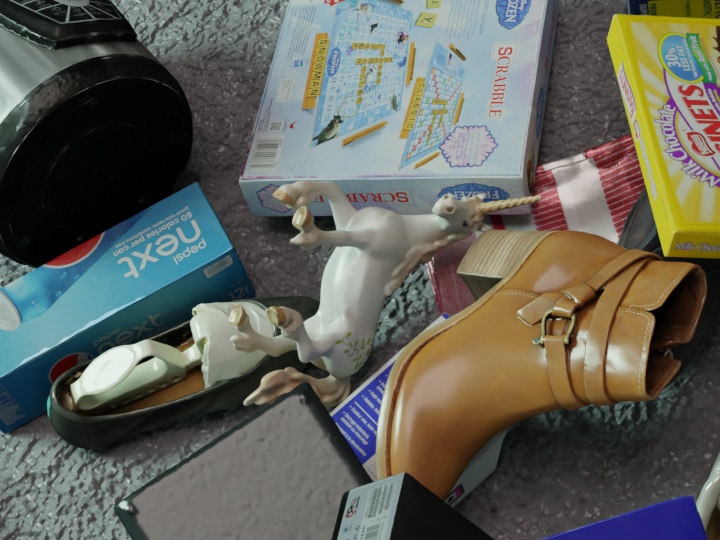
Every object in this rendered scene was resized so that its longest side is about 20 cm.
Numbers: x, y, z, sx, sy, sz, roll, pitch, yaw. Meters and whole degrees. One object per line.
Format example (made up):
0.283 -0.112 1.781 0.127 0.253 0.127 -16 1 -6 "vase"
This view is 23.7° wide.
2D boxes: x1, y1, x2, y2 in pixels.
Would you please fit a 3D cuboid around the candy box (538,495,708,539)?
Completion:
0.111 0.222 0.870 0.199 0.077 0.171 -8 75 -39 "candy box"

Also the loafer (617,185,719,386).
0.194 -0.007 1.084 0.071 0.063 0.202 26 71 -9 "loafer"

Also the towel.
0.143 -0.014 1.134 0.198 0.023 0.145 -17 57 4 "towel"

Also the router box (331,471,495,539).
0.039 0.234 0.905 0.052 0.157 0.201 -23 38 40 "router box"

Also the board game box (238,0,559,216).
0.032 -0.126 1.204 0.197 0.041 0.201 1 52 16 "board game box"

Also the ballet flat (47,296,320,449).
-0.114 0.063 1.124 0.198 0.069 0.068 -24 62 -1 "ballet flat"

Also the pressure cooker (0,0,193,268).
-0.237 -0.121 1.205 0.178 0.176 0.200 -40 57 -8 "pressure cooker"

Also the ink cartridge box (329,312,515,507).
0.013 0.124 1.074 0.200 0.037 0.095 -42 58 -10 "ink cartridge box"

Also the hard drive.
-0.036 0.185 1.008 0.139 0.033 0.201 -32 77 -9 "hard drive"

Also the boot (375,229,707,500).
0.106 0.067 0.998 0.154 0.077 0.201 10 59 40 "boot"

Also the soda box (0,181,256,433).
-0.177 0.025 1.167 0.199 0.064 0.068 -29 57 -5 "soda box"

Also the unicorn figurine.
0.000 0.000 1.099 0.201 0.137 0.074 -59 40 15 "unicorn figurine"

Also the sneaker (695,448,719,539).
0.237 0.123 0.990 0.076 0.081 0.201 9 61 21 "sneaker"

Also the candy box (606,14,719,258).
0.217 -0.084 1.048 0.101 0.027 0.201 0 46 -7 "candy box"

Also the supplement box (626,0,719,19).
0.278 -0.224 1.175 0.198 0.109 0.110 -7 57 11 "supplement box"
